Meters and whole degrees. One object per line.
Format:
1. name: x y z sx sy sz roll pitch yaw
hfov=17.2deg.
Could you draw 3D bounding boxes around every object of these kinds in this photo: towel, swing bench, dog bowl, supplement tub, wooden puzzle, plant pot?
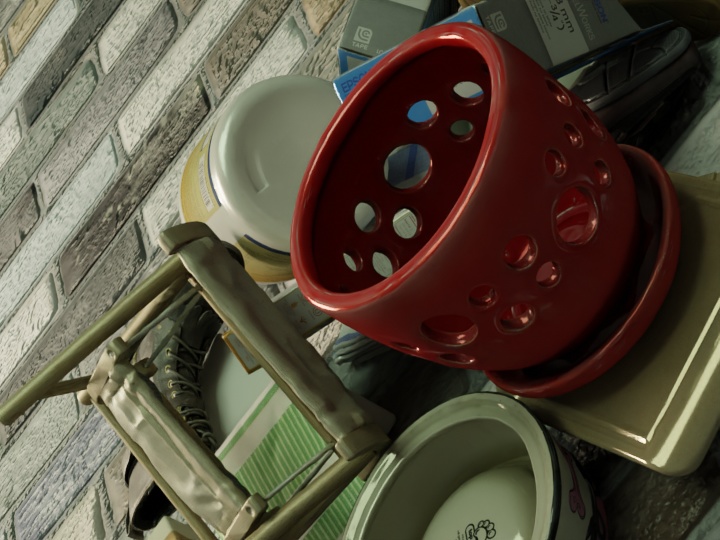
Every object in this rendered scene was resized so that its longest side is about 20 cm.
1. towel: -0.027 0.173 1.695 0.153 0.023 0.200 -51 59 16
2. swing bench: -0.103 0.101 1.642 0.200 0.199 0.130 -45 -13 19
3. dog bowl: 0.076 0.184 1.536 0.200 0.074 0.200 -33 41 35
4. towel: 0.042 -0.028 1.875 0.147 0.024 0.200 -26 42 47
5. supplement tub: -0.069 -0.068 1.936 0.145 0.144 0.200 -68 10 -16
6. wooden puzzle: 0.187 0.028 1.505 0.200 0.037 0.185 21 82 58
7. plant pot: 0.082 -0.028 1.488 0.200 0.182 0.201 -33 40 34

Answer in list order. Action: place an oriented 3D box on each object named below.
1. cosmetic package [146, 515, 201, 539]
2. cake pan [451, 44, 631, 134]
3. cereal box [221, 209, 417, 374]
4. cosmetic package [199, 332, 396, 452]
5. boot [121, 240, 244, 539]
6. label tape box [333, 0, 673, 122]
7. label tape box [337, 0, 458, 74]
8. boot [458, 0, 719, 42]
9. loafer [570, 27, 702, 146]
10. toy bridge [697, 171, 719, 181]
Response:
1. cosmetic package: -0.099 0.269 1.737 0.071 0.105 0.200 -56 29 8
2. cake pan: 0.135 -0.168 1.821 0.200 0.037 0.200 -34 39 33
3. cereal box: 0.000 0.000 1.753 0.200 0.040 0.144 -35 -1 9
4. cosmetic package: -0.069 0.127 1.852 0.113 0.081 0.200 -62 26 -4
5. boot: -0.135 0.093 1.849 0.200 0.069 0.174 -59 27 19
6. label tape box: 0.099 -0.152 1.644 0.144 0.063 0.200 -24 1 44
7. label tape box: 0.043 -0.226 1.932 0.144 0.063 0.200 85 -157 -69
8. boot: 0.178 -0.243 1.732 0.200 0.072 0.155 4 59 22
9. loafer: 0.167 -0.100 1.704 0.200 0.063 0.072 -33 18 25
10. toy bridge: 0.216 0.028 1.518 0.067 0.027 0.200 -18 49 53
